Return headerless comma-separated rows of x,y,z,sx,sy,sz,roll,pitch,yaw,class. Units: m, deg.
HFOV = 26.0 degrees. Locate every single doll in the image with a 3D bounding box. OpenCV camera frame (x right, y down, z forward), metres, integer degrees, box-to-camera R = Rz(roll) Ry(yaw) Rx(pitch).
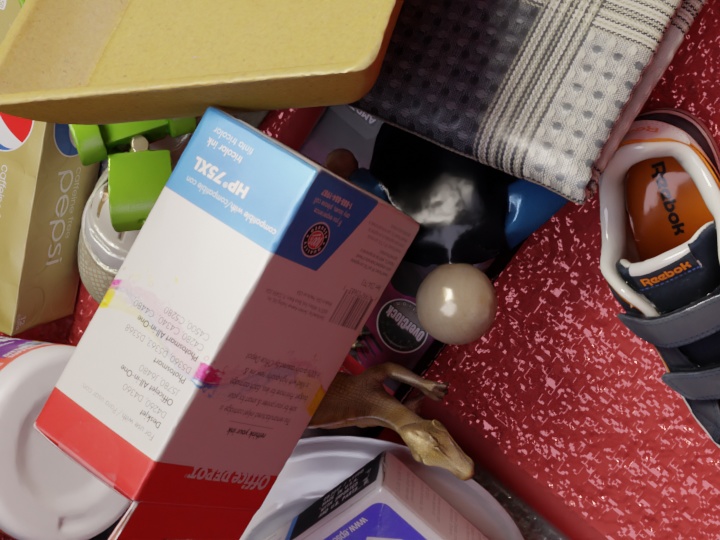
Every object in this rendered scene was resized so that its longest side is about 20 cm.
0.051,-0.062,0.767,0.136,0.048,0.201,1,71,8,doll

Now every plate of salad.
0.000,0.169,0.879,0.199,0.048,0.201,5,120,8,plate of salad

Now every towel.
0.071,-0.150,0.758,0.192,0.035,0.200,25,78,22,towel

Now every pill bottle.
-0.222,0.094,0.925,0.200,0.111,0.112,2,102,49,pill bottle

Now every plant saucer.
-0.053,-0.138,0.722,0.199,0.201,0.049,-1,140,25,plant saucer

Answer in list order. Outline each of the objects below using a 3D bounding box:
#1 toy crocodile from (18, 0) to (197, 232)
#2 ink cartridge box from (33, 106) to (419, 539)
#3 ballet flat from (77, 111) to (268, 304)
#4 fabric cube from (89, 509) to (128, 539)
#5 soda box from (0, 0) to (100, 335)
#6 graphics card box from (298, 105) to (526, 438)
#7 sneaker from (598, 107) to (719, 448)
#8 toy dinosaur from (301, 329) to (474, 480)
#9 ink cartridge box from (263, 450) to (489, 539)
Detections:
-0.138,-0.118,0.833,0.067,0.062,0.201,-20,86,-11,toy crocodile
-0.066,0.040,0.702,0.067,0.116,0.200,31,93,26,ink cartridge box
-0.120,-0.055,0.896,0.067,0.062,0.200,41,115,13,ballet flat
-0.193,0.291,0.924,0.199,0.200,0.196,-42,83,28,fabric cube
-0.198,-0.068,0.928,0.064,0.068,0.201,19,108,20,soda box
0.000,0.000,0.857,0.125,0.051,0.200,42,114,12,graphics card box
0.169,0.019,0.764,0.078,0.079,0.201,-27,89,27,sneaker
-0.030,0.063,0.798,0.199,0.101,0.058,4,105,22,toy dinosaur
0.014,0.218,0.851,0.200,0.043,0.198,44,118,-14,ink cartridge box
